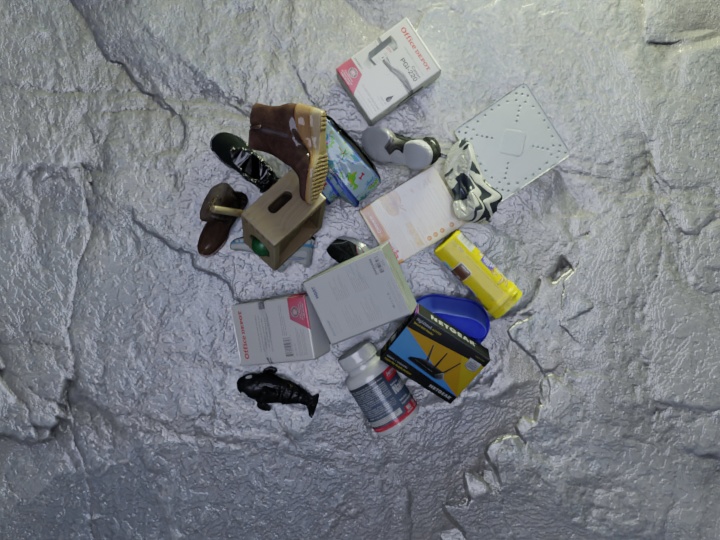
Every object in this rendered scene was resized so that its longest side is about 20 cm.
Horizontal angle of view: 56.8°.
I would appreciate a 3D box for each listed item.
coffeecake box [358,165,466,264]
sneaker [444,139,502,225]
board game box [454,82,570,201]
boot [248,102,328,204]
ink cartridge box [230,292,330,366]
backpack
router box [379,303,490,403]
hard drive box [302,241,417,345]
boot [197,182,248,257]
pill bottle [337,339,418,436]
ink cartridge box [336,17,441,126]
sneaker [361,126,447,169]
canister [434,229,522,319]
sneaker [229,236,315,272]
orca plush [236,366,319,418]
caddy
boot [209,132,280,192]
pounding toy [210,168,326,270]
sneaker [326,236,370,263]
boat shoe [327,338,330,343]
[{"bbox_3d":[0.118,-0.125,1.541,0.199,0.073,0.154,-31,95,2],"label":"coffeecake box"},{"bbox_3d":[0.264,-0.193,1.528,0.079,0.129,0.200,-27,60,33],"label":"sneaker"},{"bbox_3d":[0.352,-0.297,1.553,0.199,0.026,0.201,-34,92,3],"label":"board game box"},{"bbox_3d":[-0.153,-0.245,1.378,0.165,0.072,0.202,8,99,21],"label":"boot"},{"bbox_3d":[-0.183,0.132,1.524,0.199,0.083,0.148,-8,94,25],"label":"ink cartridge box"},{"bbox_3d":[-0.061,-0.229,1.483,0.200,0.183,0.147,44,93,-4],"label":"backpack"},{"bbox_3d":[0.165,0.187,1.485,0.199,0.051,0.149,32,113,-10],"label":"router box"},{"bbox_3d":[-0.001,0.051,1.447,0.199,0.077,0.157,-22,97,19],"label":"hard drive box"},{"bbox_3d":[-0.329,-0.109,1.483,0.064,0.200,0.187,32,93,-1],"label":"boot"},{"bbox_3d":[0.037,0.269,1.544,0.119,0.120,0.201,-32,93,2],"label":"pill bottle"},{"bbox_3d":[0.064,-0.450,1.517,0.199,0.085,0.146,-35,93,1],"label":"ink cartridge box"},{"bbox_3d":[0.102,-0.281,1.534,0.199,0.113,0.076,25,113,33],"label":"sneaker"},{"bbox_3d":[0.262,0.003,1.513,0.087,0.149,0.200,-44,90,8],"label":"canister"},{"bbox_3d":[-0.206,-0.038,1.553,0.198,0.075,0.087,2,99,1],"label":"sneaker"},{"bbox_3d":[-0.200,0.298,1.572,0.199,0.071,0.106,30,93,-1],"label":"orca plush"},{"bbox_3d":[0.202,0.132,1.545,0.198,0.105,0.142,10,117,0],"label":"caddy"},{"bbox_3d":[-0.266,-0.249,1.493,0.198,0.162,0.073,40,92,-2],"label":"boot"},{"bbox_3d":[-0.194,-0.112,1.431,0.142,0.184,0.200,43,71,9],"label":"pounding toy"},{"bbox_3d":[0.000,0.000,1.518,0.199,0.081,0.086,32,49,15],"label":"sneaker"},{"bbox_3d":[-0.033,0.105,1.560,0.200,0.071,0.063,-40,83,0],"label":"boat shoe"}]
